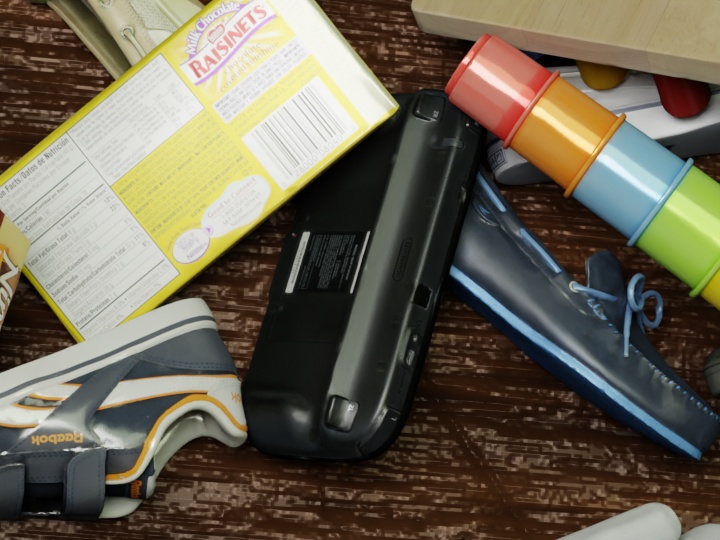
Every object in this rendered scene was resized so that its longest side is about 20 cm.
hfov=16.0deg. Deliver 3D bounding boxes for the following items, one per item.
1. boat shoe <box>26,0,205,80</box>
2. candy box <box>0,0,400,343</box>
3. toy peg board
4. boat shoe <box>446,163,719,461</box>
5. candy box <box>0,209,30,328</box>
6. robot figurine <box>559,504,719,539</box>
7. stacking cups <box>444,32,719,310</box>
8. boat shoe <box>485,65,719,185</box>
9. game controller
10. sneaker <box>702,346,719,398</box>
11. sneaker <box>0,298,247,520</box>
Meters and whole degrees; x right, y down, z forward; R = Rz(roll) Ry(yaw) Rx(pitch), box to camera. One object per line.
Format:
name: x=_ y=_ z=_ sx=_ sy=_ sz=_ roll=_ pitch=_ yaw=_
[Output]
boat shoe: x=-0.141 y=-0.140 z=1.320 sx=0.201 sy=0.073 sz=0.063 roll=42 pitch=73 yaw=-4
candy box: x=-0.088 y=-0.057 z=1.280 sx=0.200 sy=0.026 sz=0.102 roll=-39 pitch=85 yaw=3
toy peg board: x=0.163 y=-0.163 z=1.315 sx=0.199 sy=0.098 sz=0.200 roll=12 pitch=59 yaw=29
boat shoe: x=0.109 y=0.014 z=1.296 sx=0.200 sy=0.084 sz=0.069 roll=40 pitch=83 yaw=3
candy box: x=-0.268 y=0.014 z=1.213 sx=0.199 sy=0.055 sz=0.116 roll=8 pitch=68 yaw=21
robot figurine: x=0.143 y=0.196 z=1.217 sx=0.200 sy=0.113 sz=0.170 roll=-26 pitch=95 yaw=-16
stacking cups: x=0.134 y=-0.047 z=1.255 sx=0.200 sy=0.061 sz=0.061 roll=39 pitch=70 yaw=6
boat shoe: x=0.160 y=-0.095 z=1.348 sx=0.199 sy=0.074 sz=0.066 roll=-9 pitch=77 yaw=-13
game controller: x=0.000 y=0.000 z=1.283 sx=0.042 sy=0.104 sz=0.200 roll=31 pitch=67 yaw=-36
sneaker: x=0.242 y=-0.009 z=1.331 sx=0.199 sy=0.060 sz=0.104 roll=-18 pitch=84 yaw=-30
sneaker: x=-0.148 y=0.086 z=1.236 sx=0.200 sy=0.078 sz=0.080 roll=-24 pitch=76 yaw=-15
